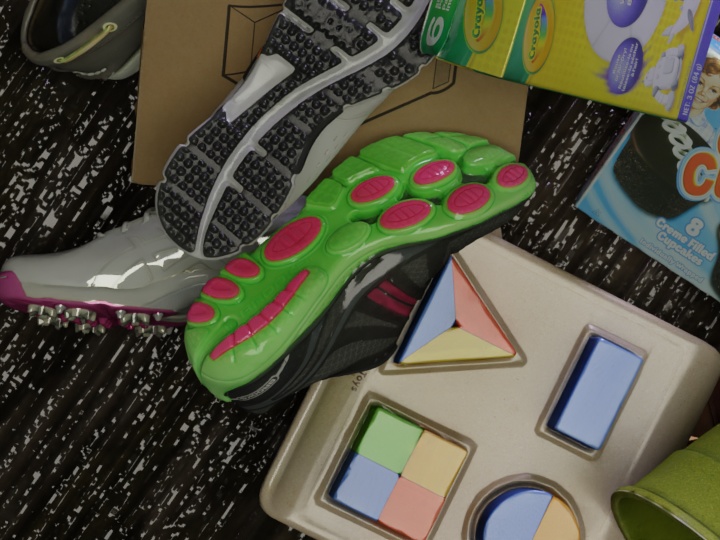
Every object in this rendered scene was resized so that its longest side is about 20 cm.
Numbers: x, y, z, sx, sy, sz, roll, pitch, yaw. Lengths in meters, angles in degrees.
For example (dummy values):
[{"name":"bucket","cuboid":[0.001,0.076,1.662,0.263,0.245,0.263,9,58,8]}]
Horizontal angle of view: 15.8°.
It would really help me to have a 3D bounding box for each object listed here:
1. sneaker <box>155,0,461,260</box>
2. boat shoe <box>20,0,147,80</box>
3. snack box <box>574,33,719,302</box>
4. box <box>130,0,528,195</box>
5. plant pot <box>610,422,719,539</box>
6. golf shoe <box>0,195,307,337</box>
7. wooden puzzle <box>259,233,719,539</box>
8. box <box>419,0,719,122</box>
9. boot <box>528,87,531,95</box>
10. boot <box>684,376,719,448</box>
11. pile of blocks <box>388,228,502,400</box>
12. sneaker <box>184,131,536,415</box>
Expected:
[{"name":"sneaker","cuboid":[-0.027,-0.091,1.284,0.074,0.080,0.200,44,90,0]},{"name":"boat shoe","cuboid":[-0.103,-0.177,1.324,0.072,0.060,0.202,52,121,24]},{"name":"snack box","cuboid":[0.230,-0.029,1.397,0.200,0.037,0.116,33,111,-1]},{"name":"box","cuboid":[-0.012,-0.114,1.317,0.200,0.021,0.164,4,115,-6]},{"name":"plant pot","cuboid":[0.266,0.121,1.317,0.193,0.200,0.200,-42,99,-10]},{"name":"golf shoe","cuboid":[-0.095,-0.011,1.390,0.200,0.075,0.092,-1,81,-7]},{"name":"wooden puzzle","cuboid":[0.073,0.085,1.359,0.200,0.046,0.185,27,86,-9]},{"name":"box","cuboid":[0.110,-0.145,1.285,0.200,0.048,0.117,7,101,-50]},{"name":"boot","cuboid":[-0.008,-0.143,1.378,0.200,0.068,0.131,-2,92,-6]},{"name":"boot","cuboid":[0.162,0.137,1.417,0.200,0.068,0.188,4,97,-9]},{"name":"pile of blocks","cuboid":[0.037,0.052,1.405,0.082,0.062,0.200,15,96,-7]},{"name":"sneaker","cuboid":[0.000,0.000,1.315,0.200,0.084,0.077,-33,55,-9]}]
